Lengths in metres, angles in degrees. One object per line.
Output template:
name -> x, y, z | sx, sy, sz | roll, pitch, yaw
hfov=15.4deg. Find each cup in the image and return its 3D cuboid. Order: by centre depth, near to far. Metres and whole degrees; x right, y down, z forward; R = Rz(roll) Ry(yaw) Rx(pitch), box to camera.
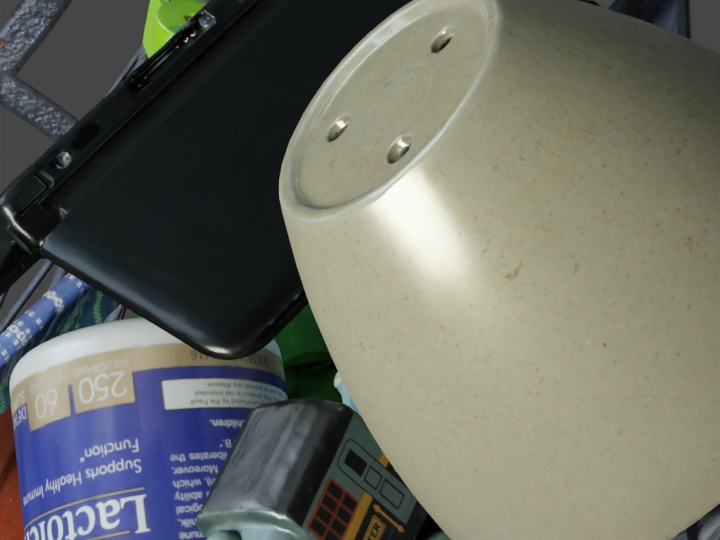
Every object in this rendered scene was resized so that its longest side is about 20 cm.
cup -> 0.055, -0.015, 0.914 | 0.200, 0.143, 0.201 | -37, 30, 25

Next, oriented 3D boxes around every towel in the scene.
towel -> -0.129, 0.024, 1.170 | 0.200, 0.024, 0.145 | -44, -2, -21

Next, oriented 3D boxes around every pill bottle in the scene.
pill bottle -> -0.077, 0.128, 1.078 | 0.116, 0.115, 0.201 | -37, 58, 58

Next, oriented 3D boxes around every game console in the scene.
game console -> -0.046, -0.041, 1.071 | 0.200, 0.116, 0.176 | -45, -1, -25

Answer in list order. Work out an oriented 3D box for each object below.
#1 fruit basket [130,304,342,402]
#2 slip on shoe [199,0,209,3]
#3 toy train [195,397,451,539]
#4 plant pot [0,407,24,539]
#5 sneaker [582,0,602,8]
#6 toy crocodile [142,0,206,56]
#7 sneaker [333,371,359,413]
fruit basket -> -0.045, 0.104, 1.224 | 0.215, 0.155, 0.217 | 0, 90, 43
slip on shoe -> -0.066, -0.069, 1.419 | 0.076, 0.201, 0.060 | -10, -1, 31
toy train -> -0.025, 0.144, 0.979 | 0.085, 0.114, 0.201 | -10, 46, 50
plant pot -> -0.172, 0.156, 1.364 | 0.201, 0.195, 0.201 | -53, 12, 17
sneaker -> 0.093, -0.127, 1.196 | 0.201, 0.115, 0.076 | 102, -177, -46
toy crocodile -> -0.069, -0.080, 1.322 | 0.200, 0.061, 0.068 | -119, 34, -51
sneaker -> 0.007, 0.041, 1.119 | 0.131, 0.079, 0.200 | -56, 35, 20
